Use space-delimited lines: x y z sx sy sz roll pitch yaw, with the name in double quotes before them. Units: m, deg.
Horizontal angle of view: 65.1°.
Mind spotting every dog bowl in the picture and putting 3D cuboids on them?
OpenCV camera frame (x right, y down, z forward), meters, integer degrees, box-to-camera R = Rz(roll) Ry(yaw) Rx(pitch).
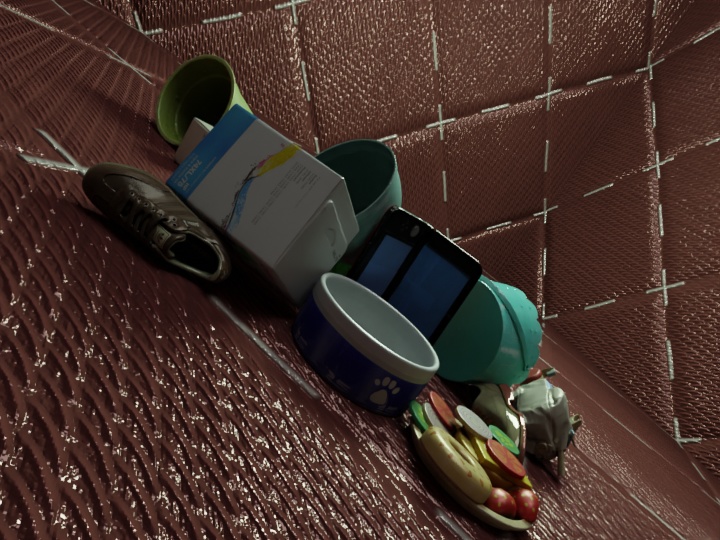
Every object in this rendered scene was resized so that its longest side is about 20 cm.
"dog bowl" 0.007 0.096 0.760 0.197 0.080 0.201 35 12 -8

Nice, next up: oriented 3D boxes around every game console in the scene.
"game console" 0.070 0.029 0.890 0.118 0.203 0.170 41 13 34

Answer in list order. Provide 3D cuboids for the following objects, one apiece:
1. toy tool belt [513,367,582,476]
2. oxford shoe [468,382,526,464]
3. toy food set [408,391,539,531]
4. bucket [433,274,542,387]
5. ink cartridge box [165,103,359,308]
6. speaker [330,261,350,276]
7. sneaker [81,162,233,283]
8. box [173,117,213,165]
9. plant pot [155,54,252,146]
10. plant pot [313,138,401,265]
"toy tool belt" 0.323 0.266 0.997 0.126 0.122 0.200 66 15 -4
"oxford shoe" 0.207 0.239 0.875 0.072 0.073 0.200 9 14 0
"toy food set" 0.139 0.231 0.703 0.197 0.049 0.199 33 13 -16
"bucket" 0.210 0.109 1.015 0.133 0.211 0.207 15 23 -47
"ink cartridge box" -0.124 -0.083 0.761 0.198 0.147 0.148 35 -14 20
"speaker" 0.000 0.000 1.083 0.088 0.090 0.199 39 13 19
"sneaker" -0.231 -0.056 0.658 0.197 0.072 0.076 33 5 -19
"box" -0.256 -0.209 1.115 0.078 0.096 0.198 41 12 34
"plant pot" -0.306 -0.320 1.229 0.199 0.201 0.190 41 1 27
"plant pot" -0.014 -0.097 0.936 0.201 0.198 0.136 48 -10 46
